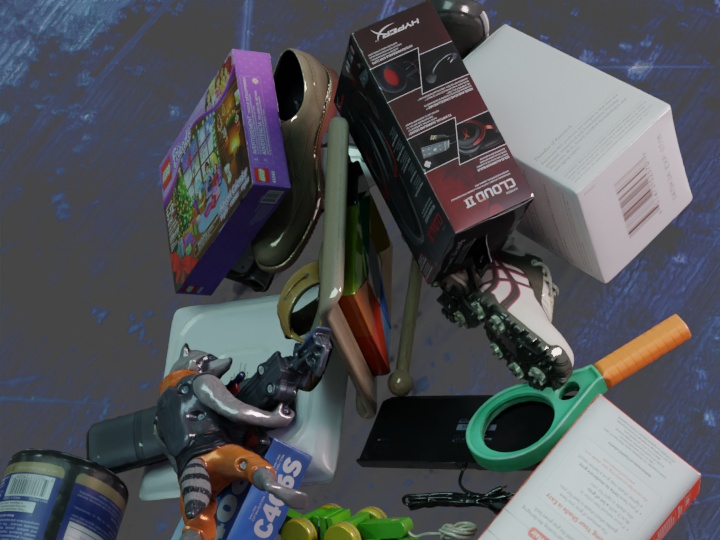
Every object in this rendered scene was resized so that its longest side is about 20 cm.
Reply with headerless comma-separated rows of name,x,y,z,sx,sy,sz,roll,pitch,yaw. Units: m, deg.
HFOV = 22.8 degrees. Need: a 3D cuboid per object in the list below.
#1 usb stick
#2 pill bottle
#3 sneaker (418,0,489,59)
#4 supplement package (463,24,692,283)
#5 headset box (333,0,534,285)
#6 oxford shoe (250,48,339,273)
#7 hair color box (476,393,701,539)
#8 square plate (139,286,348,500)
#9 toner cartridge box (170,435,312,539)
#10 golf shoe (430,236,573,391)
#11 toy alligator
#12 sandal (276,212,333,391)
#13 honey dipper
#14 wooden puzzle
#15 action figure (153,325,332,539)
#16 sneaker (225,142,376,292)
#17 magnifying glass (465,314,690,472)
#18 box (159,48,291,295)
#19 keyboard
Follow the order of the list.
usb stick,-0.151,0.134,1.555,0.199,0.033,0.056,-17,51,18
pill bottle,-0.277,0.263,1.522,0.111,0.112,0.201,-1,58,29
sneaker,0.066,-0.152,1.590,0.074,0.200,0.116,7,66,-9
supplement package,0.164,-0.102,1.511,0.117,0.117,0.200,-42,48,-16
headset box,0.059,-0.090,1.421,0.075,0.149,0.201,-25,79,-12
oxford shoe,-0.073,-0.100,1.585,0.070,0.075,0.202,0,74,29
hair color box,0.155,0.204,1.334,0.101,0.061,0.200,39,81,19
square plate,-0.102,0.103,1.590,0.197,0.028,0.201,-8,55,24
toner cartridge box,-0.117,0.228,1.459,0.095,0.043,0.201,7,70,62
golf shoe,0.129,0.025,1.466,0.088,0.078,0.200,-30,35,-11
toy alligator,0.004,0.223,1.432,0.199,0.059,0.055,1,99,30
sandal,-0.044,0.023,1.540,0.054,0.081,0.201,8,48,0
honey dipper,0.048,0.019,1.558,0.038,0.038,0.201,-8,57,25
wooden puzzle,0.000,0.000,1.494,0.037,0.200,0.186,-4,57,8
action figure,-0.104,0.122,1.384,0.200,0.104,0.194,-52,38,22
sneaker,-0.061,-0.040,1.648,0.199,0.076,0.116,-16,60,29
magnifying glass,0.174,0.095,1.425,0.199,0.022,0.080,-30,35,-4
box,-0.124,-0.084,1.588,0.200,0.039,0.138,-49,44,51
keyboard,0.089,0.151,1.445,0.199,0.021,0.127,-3,42,29
